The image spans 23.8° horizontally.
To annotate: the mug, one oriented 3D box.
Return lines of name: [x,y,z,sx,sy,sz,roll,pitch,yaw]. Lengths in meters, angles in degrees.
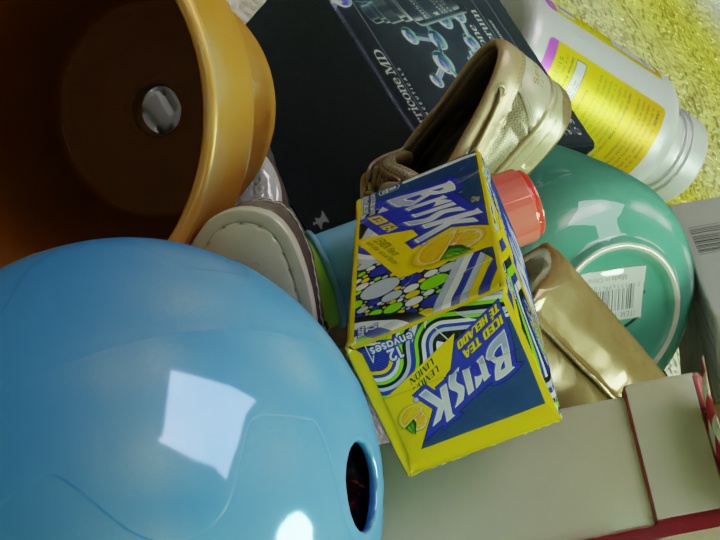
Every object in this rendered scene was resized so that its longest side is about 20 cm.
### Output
mug: [0.107,0.023,0.989,0.152,0.185,0.114,42,-5,-31]

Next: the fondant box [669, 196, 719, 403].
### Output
fondant box: [0.235,0.075,1.048,0.145,0.058,0.201,-92,172,-62]

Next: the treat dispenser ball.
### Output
treat dispenser ball: [-0.090,0.088,0.652,0.200,0.201,0.202,30,36,-24]

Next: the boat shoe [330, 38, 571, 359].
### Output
boat shoe: [0.028,-0.040,0.941,0.064,0.200,0.071,36,6,-34]

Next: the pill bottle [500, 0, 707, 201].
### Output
pill bottle: [0.165,-0.123,1.272,0.199,0.104,0.105,27,37,-30]

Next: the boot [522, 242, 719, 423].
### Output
boot: [0.152,0.057,0.881,0.200,0.066,0.176,44,74,-23]

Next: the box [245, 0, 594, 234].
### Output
box: [0.029,-0.104,1.090,0.199,0.107,0.149,-8,61,-52]

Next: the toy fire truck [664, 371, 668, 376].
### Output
toy fire truck: [0.145,0.124,1.031,0.199,0.049,0.142,-5,58,-50]

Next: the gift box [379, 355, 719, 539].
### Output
gift box: [0.097,0.146,0.743,0.185,0.185,0.201,73,8,-64]

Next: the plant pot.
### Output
plant pot: [-0.128,-0.079,0.819,0.200,0.200,0.183,50,17,6]

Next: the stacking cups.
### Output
stacking cups: [0.000,0.000,0.873,0.199,0.061,0.061,-20,62,-8]

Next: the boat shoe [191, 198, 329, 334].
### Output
boat shoe: [-0.043,0.053,0.776,0.071,0.201,0.060,9,30,18]

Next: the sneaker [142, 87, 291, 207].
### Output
sneaker: [-0.094,-0.080,0.977,0.201,0.077,0.082,66,10,26]

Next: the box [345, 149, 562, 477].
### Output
box: [0.038,0.012,0.753,0.200,0.070,0.065,-88,155,-71]
